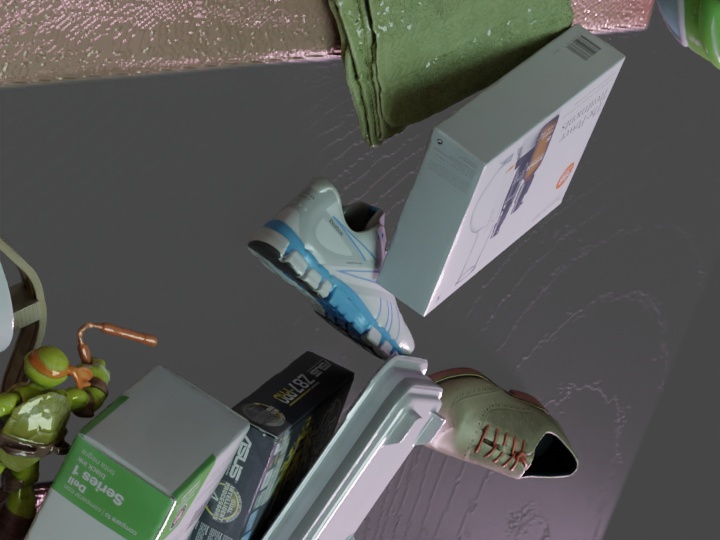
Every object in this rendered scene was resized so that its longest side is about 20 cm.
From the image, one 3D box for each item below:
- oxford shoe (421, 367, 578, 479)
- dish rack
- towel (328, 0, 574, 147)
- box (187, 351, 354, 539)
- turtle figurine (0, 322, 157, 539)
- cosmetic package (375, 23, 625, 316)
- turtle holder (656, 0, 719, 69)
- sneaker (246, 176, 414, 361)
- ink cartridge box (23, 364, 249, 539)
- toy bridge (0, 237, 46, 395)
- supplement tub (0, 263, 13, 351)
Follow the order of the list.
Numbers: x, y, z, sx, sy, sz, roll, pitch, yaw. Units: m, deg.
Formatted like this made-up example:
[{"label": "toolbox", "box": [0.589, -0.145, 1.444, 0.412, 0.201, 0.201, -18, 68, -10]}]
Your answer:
[{"label": "oxford shoe", "box": [0.108, 0.130, 1.902, 0.200, 0.075, 0.071, 11, 112, -47]}, {"label": "dish rack", "box": [-0.004, 0.157, 1.740, 0.200, 0.044, 0.172, -55, 168, 4]}, {"label": "towel", "box": [0.068, -0.187, 1.654, 0.200, 0.036, 0.149, -31, 136, -22]}, {"label": "box", "box": [-0.081, 0.173, 1.730, 0.161, 0.049, 0.200, -30, 144, -64]}, {"label": "turtle figurine", "box": [-0.218, 0.107, 1.540, 0.200, 0.064, 0.162, -10, 133, -52]}, {"label": "cosmetic package", "box": [0.102, -0.074, 1.692, 0.200, 0.052, 0.151, -38, 159, -44]}, {"label": "turtle holder", "box": [0.275, -0.236, 1.738, 0.141, 0.132, 0.185, -49, 140, -1]}, {"label": "sneaker", "box": [0.000, 0.000, 1.708, 0.087, 0.075, 0.200, -55, 144, -10]}, {"label": "ink cartridge box", "box": [-0.173, 0.185, 1.599, 0.200, 0.084, 0.146, -60, 173, 23]}, {"label": "toy bridge", "box": [-0.241, 0.032, 1.535, 0.067, 0.027, 0.200, -27, 136, -26]}, {"label": "supplement tub", "box": [-0.320, 0.031, 1.367, 0.200, 0.145, 0.145, -26, 134, -27]}]
